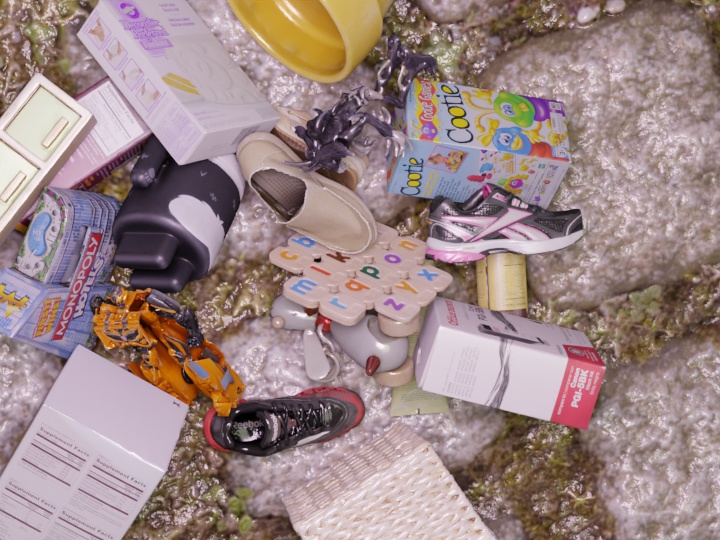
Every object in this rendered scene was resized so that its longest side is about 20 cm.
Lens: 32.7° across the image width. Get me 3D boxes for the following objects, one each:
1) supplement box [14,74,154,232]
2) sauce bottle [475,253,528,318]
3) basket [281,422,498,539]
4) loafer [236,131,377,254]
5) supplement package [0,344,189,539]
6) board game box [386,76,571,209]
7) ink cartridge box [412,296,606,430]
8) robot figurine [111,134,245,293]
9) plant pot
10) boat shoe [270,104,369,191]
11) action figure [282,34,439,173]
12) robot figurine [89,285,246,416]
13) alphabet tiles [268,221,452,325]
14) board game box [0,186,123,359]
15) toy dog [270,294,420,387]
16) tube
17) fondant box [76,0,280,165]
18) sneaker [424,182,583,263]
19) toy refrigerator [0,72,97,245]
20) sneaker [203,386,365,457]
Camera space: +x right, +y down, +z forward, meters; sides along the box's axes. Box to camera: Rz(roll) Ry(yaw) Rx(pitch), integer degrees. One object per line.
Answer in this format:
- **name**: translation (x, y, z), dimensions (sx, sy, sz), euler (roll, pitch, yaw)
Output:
- **supplement box**: translation (-0.338, -0.135, 1.421), dimensions (0.200, 0.110, 0.086), euler (-35, 94, -7)
- **sauce bottle**: translation (0.177, 0.039, 1.542), dimensions (0.065, 0.065, 0.200), euler (-3, 94, -10)
- **basket**: translation (0.031, 0.302, 1.458), dimensions (0.200, 0.198, 0.161), euler (-30, 95, -7)
- **loafer**: translation (-0.064, -0.075, 1.413), dimensions (0.200, 0.068, 0.076), euler (35, 123, -22)
- **supplement package**: translation (-0.316, 0.225, 1.386), dimensions (0.151, 0.152, 0.200), euler (31, 110, -9)
- **board game box**: translation (0.140, -0.150, 1.489), dimensions (0.200, 0.105, 0.103), euler (7, 53, -10)
- **ink cartridge box**: translation (0.171, 0.105, 1.444), dimensions (0.200, 0.147, 0.083), euler (14, 103, -4)
- **robot figurine**: translation (-0.211, -0.068, 1.415), dimensions (0.125, 0.150, 0.200), euler (25, 54, -7)
- **plant pot**: translation (-0.032, -0.354, 1.437), dimensions (0.201, 0.201, 0.189), euler (45, 68, -8)
- **boat shoe**: translation (-0.084, -0.162, 1.492), dimensions (0.200, 0.072, 0.065), euler (28, 45, 4)
- **action figure**: translation (0.006, -0.167, 1.389), dimensions (0.200, 0.119, 0.102), euler (-49, 124, -10)
- **robot figurine**: translation (-0.225, 0.092, 1.412), dimensions (0.200, 0.145, 0.058), euler (52, 46, -37)
- **alphabet tiles**: translation (0.000, 0.000, 1.449), dimensions (0.195, 0.200, 0.015), euler (24, 127, 22)
- **board game box**: translation (-0.340, 0.011, 1.366), dimensions (0.062, 0.200, 0.200), euler (25, 97, 13)
- **toy dog**: translation (-0.025, 0.085, 1.435), dimensions (0.200, 0.096, 0.132), euler (-8, 108, 33)
- **tube**: translation (0.069, 0.083, 1.536), dimensions (0.058, 0.052, 0.200), euler (1, 98, 31)
- **fondant box**: translation (-0.205, -0.221, 1.398), dimensions (0.200, 0.144, 0.058), euler (50, 123, 11)
- **sneaker**: translation (0.173, -0.062, 1.458), dimensions (0.200, 0.080, 0.086), euler (-8, 100, -17)
- **toy refrigerator**: translation (-0.377, -0.109, 1.324), dimensions (0.076, 0.070, 0.200), euler (38, 84, -5)
- **sneaker**: translation (-0.087, 0.184, 1.484), dimensions (0.200, 0.098, 0.071), euler (-6, 91, -11)
